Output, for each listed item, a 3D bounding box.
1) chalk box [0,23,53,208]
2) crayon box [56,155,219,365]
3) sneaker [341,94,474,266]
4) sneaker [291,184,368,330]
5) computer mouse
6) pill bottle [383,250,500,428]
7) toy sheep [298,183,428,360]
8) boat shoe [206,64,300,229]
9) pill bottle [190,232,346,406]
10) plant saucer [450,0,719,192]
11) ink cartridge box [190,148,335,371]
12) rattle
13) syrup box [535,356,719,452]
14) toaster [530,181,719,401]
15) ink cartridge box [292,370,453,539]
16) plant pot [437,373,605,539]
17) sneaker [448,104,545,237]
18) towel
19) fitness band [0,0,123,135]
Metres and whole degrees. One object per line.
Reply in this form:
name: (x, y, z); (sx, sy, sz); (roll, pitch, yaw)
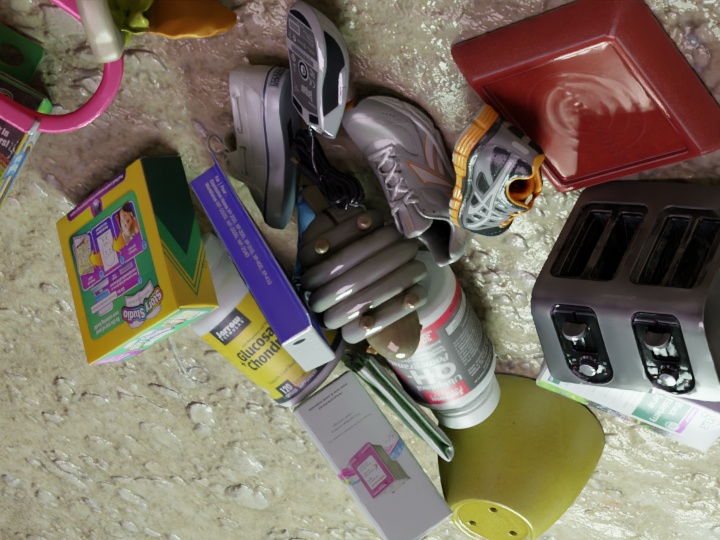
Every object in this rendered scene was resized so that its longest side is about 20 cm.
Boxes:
chalk box: (-0.398, -0.154, 1.723); (0.125, 0.200, 0.124); (29, 177, -7)
crayon box: (-0.247, -0.008, 1.827); (0.058, 0.173, 0.200); (-6, 165, -40)
sneaker: (0.050, -0.086, 1.632); (0.076, 0.092, 0.200); (-20, 127, 43)
sneaker: (-0.033, -0.010, 1.777); (0.079, 0.089, 0.200); (9, 140, 17)
computer mouse: (-0.033, -0.164, 1.581); (0.110, 0.044, 0.200); (47, 147, 45)
pill bottle: (0.082, 0.081, 1.816); (0.111, 0.111, 0.200); (-2, 139, 29)
toy sheep: (0.000, 0.000, 1.673); (0.138, 0.138, 0.200); (-28, 87, 47)
boat shoe: (-0.110, -0.125, 1.680); (0.086, 0.075, 0.202); (12, 141, 12)
pill bottle: (-0.120, 0.052, 1.875); (0.200, 0.112, 0.112); (41, 141, -14)
plant saucer: (0.208, -0.150, 1.516); (0.200, 0.037, 0.200); (-15, 131, 39)
ink cartridge box: (-0.101, -0.005, 1.674); (0.198, 0.043, 0.200); (59, 177, 17)
rattle: (-0.211, -0.297, 1.518); (0.143, 0.130, 0.200); (-4, 111, 16)
syrup box: (0.297, 0.108, 1.765); (0.200, 0.081, 0.079); (23, 145, 1)
toaster: (0.280, 0.013, 1.573); (0.181, 0.200, 0.119); (7, 140, 33)
ink cartridge box: (0.013, 0.216, 1.900); (0.200, 0.085, 0.145); (56, 177, 2)
plant pot: (0.171, 0.236, 1.944); (0.200, 0.142, 0.200); (14, 143, 11)
sneaker: (0.133, -0.077, 1.576); (0.077, 0.078, 0.200); (30, 165, 17)
towel: (0.041, 0.150, 1.888); (0.153, 0.023, 0.200); (46, 175, -5)
fitness band: (-0.328, -0.219, 1.632); (0.200, 0.037, 0.144); (33, 99, -14)
